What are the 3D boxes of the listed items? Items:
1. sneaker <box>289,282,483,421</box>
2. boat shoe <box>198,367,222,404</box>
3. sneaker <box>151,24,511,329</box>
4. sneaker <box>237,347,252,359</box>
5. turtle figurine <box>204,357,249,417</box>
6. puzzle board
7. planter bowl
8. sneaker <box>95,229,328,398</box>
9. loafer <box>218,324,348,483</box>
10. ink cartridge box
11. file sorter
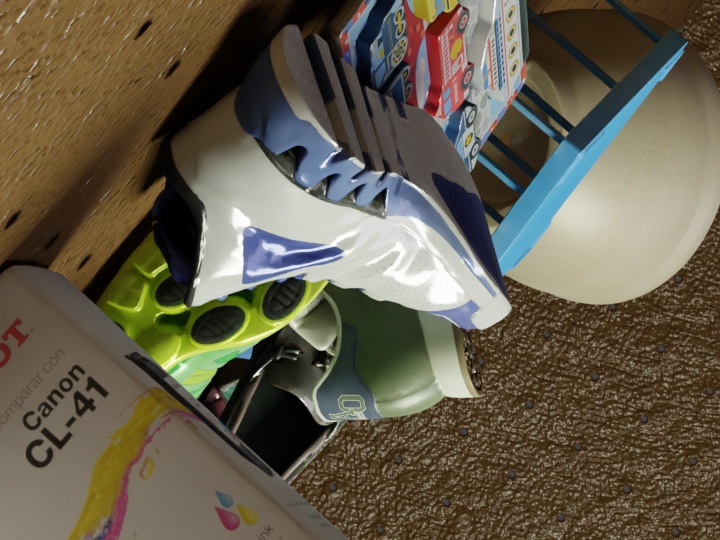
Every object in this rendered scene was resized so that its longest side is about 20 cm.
[{"bbox_3d":[0.000,0.000,1.280,0.089,0.201,0.067,-19,133,6],"label":"sneaker"},{"bbox_3d":[-0.070,0.018,1.319,0.200,0.057,0.069,-51,174,20],"label":"boat shoe"},{"bbox_3d":[-0.025,-0.027,1.089,0.115,0.081,0.199,-27,145,20],"label":"sneaker"},{"bbox_3d":[-0.070,0.069,1.573,0.066,0.078,0.200,-48,176,-33],"label":"sneaker"},{"bbox_3d":[-0.070,0.095,1.439,0.199,0.101,0.150,-28,-170,11],"label":"turtle figurine"},{"bbox_3d":[0.039,-0.099,1.172,0.151,0.017,0.200,-54,157,-26],"label":"puzzle board"},{"bbox_3d":[0.124,-0.082,1.649,0.134,0.201,0.201,7,129,-50],"label":"planter bowl"},{"bbox_3d":[-0.092,0.027,1.167,0.200,0.074,0.084,-39,179,6],"label":"sneaker"},{"bbox_3d":[-0.040,0.079,1.335,0.201,0.072,0.063,-55,-166,2],"label":"loafer"},{"bbox_3d":[-0.104,0.118,0.987,0.148,0.200,0.086,-49,174,1],"label":"ink cartridge box"},{"bbox_3d":[0.068,-0.076,1.443,0.139,0.123,0.200,-45,173,-45],"label":"file sorter"}]
